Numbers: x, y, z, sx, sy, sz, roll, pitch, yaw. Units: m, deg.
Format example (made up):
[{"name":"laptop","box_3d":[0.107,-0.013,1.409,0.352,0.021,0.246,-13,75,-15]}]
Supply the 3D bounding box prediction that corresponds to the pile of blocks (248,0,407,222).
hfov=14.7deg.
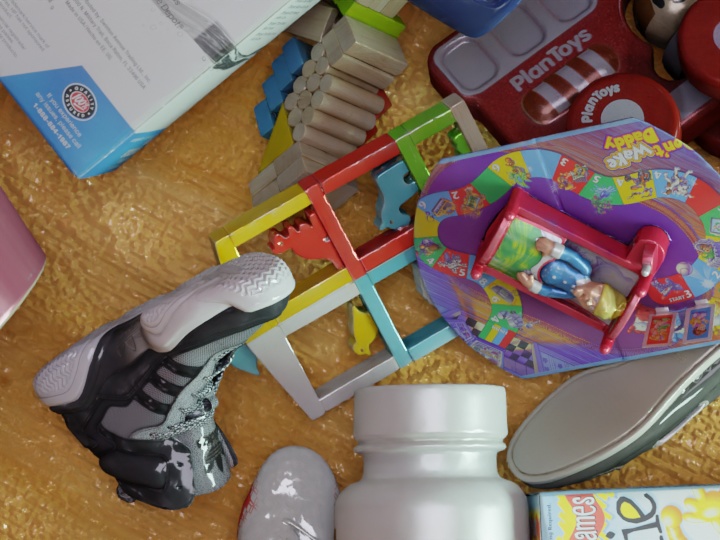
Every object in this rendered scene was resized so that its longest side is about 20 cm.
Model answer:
[{"name":"pile of blocks","box_3d":[-0.010,-0.122,1.675,0.062,0.082,0.200,21,94,-43]}]

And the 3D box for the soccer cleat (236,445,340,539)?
[{"name":"soccer cleat","box_3d":[-0.047,0.201,1.620,0.069,0.085,0.200,11,84,-1]}]

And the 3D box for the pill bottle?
[{"name":"pill bottle","box_3d":[0.042,0.167,1.612,0.114,0.114,0.200,-1,85,-2]}]

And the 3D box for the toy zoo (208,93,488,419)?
[{"name":"toy zoo","box_3d":[0.000,0.000,1.647,0.200,0.020,0.131,-30,113,-5]}]

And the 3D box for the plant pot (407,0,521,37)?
[{"name":"plant pot","box_3d":[0.065,-0.273,1.524,0.200,0.180,0.200,33,67,-17]}]

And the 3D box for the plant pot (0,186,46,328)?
[{"name":"plant pot","box_3d":[-0.282,-0.023,1.555,0.179,0.200,0.200,45,84,-13]}]

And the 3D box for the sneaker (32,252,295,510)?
[{"name":"sneaker","box_3d":[-0.093,0.068,1.605,0.200,0.075,0.114,-26,97,39]}]

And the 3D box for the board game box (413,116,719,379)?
[{"name":"board game box","box_3d":[0.123,-0.001,1.592,0.200,0.039,0.158,-11,120,23]}]

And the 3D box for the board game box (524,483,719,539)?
[{"name":"board game box","box_3d":[0.200,0.176,1.623,0.200,0.105,0.103,-2,85,-2]}]

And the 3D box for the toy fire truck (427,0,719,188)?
[{"name":"toy fire truck","box_3d":[0.161,-0.127,1.657,0.200,0.112,0.168,-38,68,-6]}]

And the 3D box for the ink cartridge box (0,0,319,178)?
[{"name":"ink cartridge box","box_3d":[-0.124,-0.172,1.629,0.200,0.084,0.145,-39,86,12]}]

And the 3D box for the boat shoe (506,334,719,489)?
[{"name":"boat shoe","box_3d":[0.179,0.072,1.655,0.200,0.057,0.067,-38,47,-2]}]
